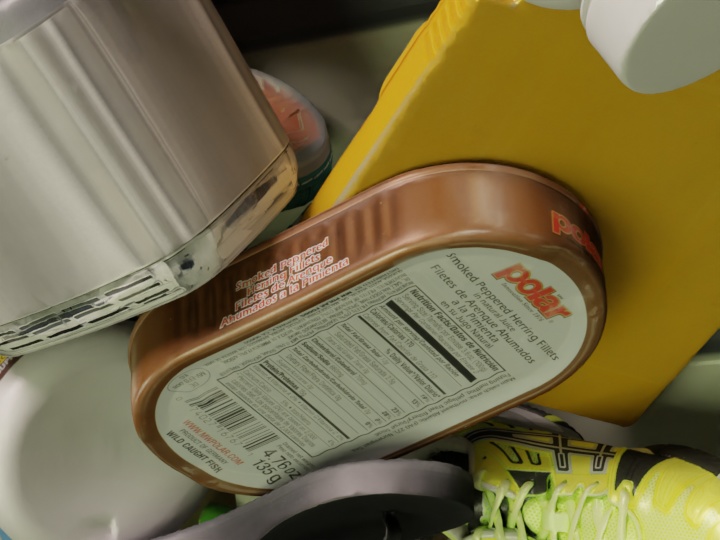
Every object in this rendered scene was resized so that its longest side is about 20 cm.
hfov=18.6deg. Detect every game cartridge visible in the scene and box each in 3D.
[{"bbox_3d":[0.078,-0.026,0.838,0.176,0.033,0.200,16,133,-21],"label":"game cartridge"}]

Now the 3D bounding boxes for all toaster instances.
[{"bbox_3d":[-0.113,-0.052,0.841,0.200,0.114,0.129,-19,111,41],"label":"toaster"}]

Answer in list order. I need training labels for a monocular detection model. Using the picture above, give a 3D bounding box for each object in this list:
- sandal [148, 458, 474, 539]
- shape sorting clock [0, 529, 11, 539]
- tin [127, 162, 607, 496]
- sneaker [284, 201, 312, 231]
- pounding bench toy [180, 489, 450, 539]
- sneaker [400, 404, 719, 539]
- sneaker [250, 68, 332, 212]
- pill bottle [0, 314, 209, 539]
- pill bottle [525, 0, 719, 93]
[{"bbox_3d":[-0.037,0.124,0.899,0.200,0.076,0.043,-22,63,24],"label":"sandal"},{"bbox_3d":[-0.239,0.145,1.210,0.199,0.039,0.201,17,127,23],"label":"shape sorting clock"},{"bbox_3d":[0.002,0.028,0.842,0.199,0.042,0.112,-26,138,23],"label":"tin"},{"bbox_3d":[-0.001,0.000,0.922,0.070,0.093,0.200,43,133,1],"label":"sneaker"},{"bbox_3d":[0.001,0.167,1.009,0.156,0.124,0.200,-23,104,40],"label":"pounding bench toy"},{"bbox_3d":[0.085,0.105,0.900,0.200,0.076,0.076,9,101,52],"label":"sneaker"},{"bbox_3d":[-0.085,-0.042,0.966,0.199,0.071,0.080,13,130,41],"label":"sneaker"},{"bbox_3d":[-0.144,0.049,0.992,0.200,0.109,0.110,33,144,60],"label":"pill bottle"},{"bbox_3d":[0.066,-0.160,0.718,0.200,0.112,0.112,57,137,22],"label":"pill bottle"}]
